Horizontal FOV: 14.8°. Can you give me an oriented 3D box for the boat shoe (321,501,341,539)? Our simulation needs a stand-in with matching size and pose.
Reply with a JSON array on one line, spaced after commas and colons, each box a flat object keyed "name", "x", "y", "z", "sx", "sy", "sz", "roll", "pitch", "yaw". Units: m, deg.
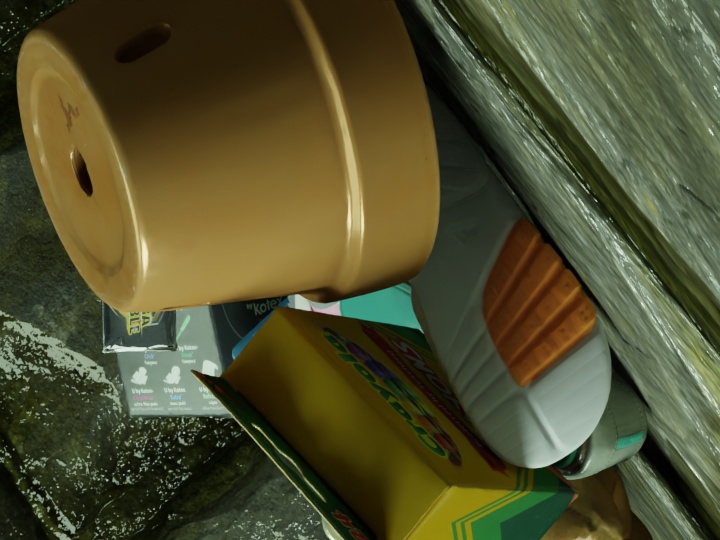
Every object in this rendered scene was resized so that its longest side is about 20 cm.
[{"name": "boat shoe", "x": 0.025, "y": 0.088, "z": 1.839, "sx": 0.073, "sy": 0.201, "sz": 0.063, "roll": 29, "pitch": 149, "yaw": -21}]

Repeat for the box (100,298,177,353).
[{"name": "box", "x": -0.131, "y": -0.080, "z": 1.590, "sx": 0.199, "sy": 0.049, "sz": 0.201, "roll": -111, "pitch": 19, "yaw": -70}]

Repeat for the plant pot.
[{"name": "plant pot", "x": -0.071, "y": -0.066, "z": 1.301, "sx": 0.200, "sy": 0.140, "sz": 0.201, "roll": 51, "pitch": 152, "yaw": 41}]

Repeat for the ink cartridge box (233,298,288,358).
[{"name": "ink cartridge box", "x": 0.031, "y": 0.076, "z": 1.705, "sx": 0.085, "sy": 0.144, "sz": 0.200, "roll": 44, "pitch": -175, "yaw": -41}]

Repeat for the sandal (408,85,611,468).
[{"name": "sandal", "x": 0.057, "y": -0.002, "z": 1.366, "sx": 0.207, "sy": 0.079, "sz": 0.059, "roll": 62, "pitch": 180, "yaw": 8}]

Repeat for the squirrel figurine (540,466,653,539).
[{"name": "squirrel figurine", "x": 0.128, "y": 0.164, "z": 1.542, "sx": 0.186, "sy": 0.142, "sz": 0.200, "roll": 30, "pitch": -159, "yaw": -31}]

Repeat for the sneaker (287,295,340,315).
[{"name": "sneaker", "x": 0.000, "y": 0.000, "z": 1.567, "sx": 0.082, "sy": 0.070, "sz": 0.200, "roll": 22, "pitch": 161, "yaw": 17}]

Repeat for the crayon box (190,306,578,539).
[{"name": "crayon box", "x": 0.016, "y": 0.080, "z": 1.340, "sx": 0.127, "sy": 0.051, "sz": 0.200, "roll": 45, "pitch": -166, "yaw": 21}]

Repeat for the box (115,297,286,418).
[{"name": "box", "x": -0.098, "y": -0.014, "z": 1.833, "sx": 0.106, "sy": 0.122, "sz": 0.201, "roll": -3, "pitch": 103, "yaw": 43}]

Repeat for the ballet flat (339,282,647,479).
[{"name": "ballet flat", "x": 0.071, "y": 0.052, "z": 1.476, "sx": 0.200, "sy": 0.064, "sz": 0.068, "roll": 32, "pitch": 120, "yaw": 40}]
